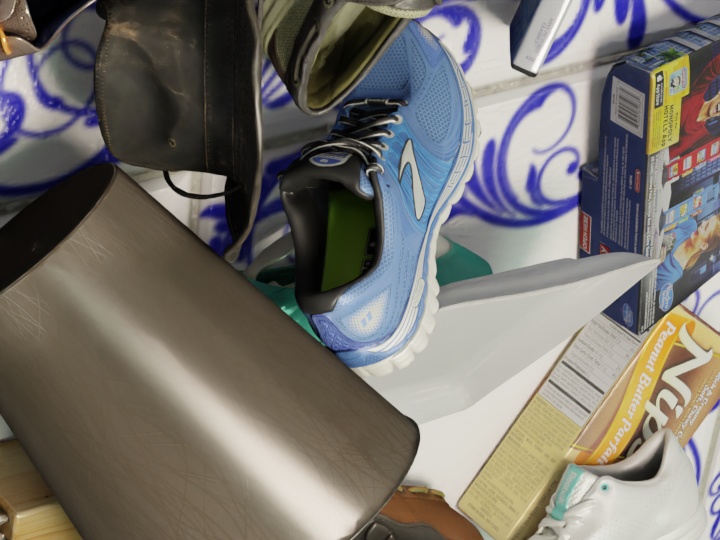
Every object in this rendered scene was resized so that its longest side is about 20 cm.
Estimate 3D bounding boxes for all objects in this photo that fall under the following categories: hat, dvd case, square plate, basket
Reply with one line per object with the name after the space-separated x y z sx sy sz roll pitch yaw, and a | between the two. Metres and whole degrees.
-0.085 -0.100 0.943 0.081 0.201 0.201 5 120 -5 | hat
0.128 -0.207 1.075 0.143 0.018 0.200 -74 -172 -74 | dvd case
0.049 0.047 1.177 0.198 0.029 0.200 -11 158 -43 | square plate
-0.100 0.057 0.988 0.180 0.136 0.200 -33 111 15 | basket

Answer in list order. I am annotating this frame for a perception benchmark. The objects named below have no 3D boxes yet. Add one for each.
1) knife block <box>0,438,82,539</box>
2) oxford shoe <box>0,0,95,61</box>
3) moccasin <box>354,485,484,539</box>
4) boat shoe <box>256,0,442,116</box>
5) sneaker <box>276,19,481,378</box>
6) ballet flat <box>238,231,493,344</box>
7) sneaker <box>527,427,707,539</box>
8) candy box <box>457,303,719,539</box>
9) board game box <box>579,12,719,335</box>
-0.173 0.123 1.066 0.200 0.064 0.176 -48 140 -5 | knife block
-0.182 -0.118 0.878 0.200 0.073 0.071 -34 136 -20 | oxford shoe
0.003 0.154 1.253 0.201 0.078 0.074 10 126 -50 | moccasin
0.016 -0.150 0.983 0.072 0.066 0.201 -6 153 -38 | boat shoe
0.008 -0.050 1.044 0.089 0.078 0.201 45 46 -51 | sneaker
0.000 0.000 1.142 0.200 0.067 0.071 -18 115 -36 | ballet flat
0.138 0.172 1.318 0.200 0.075 0.089 -32 121 -26 | sneaker
0.168 0.109 1.379 0.115 0.055 0.200 31 95 -48 | candy box
0.235 -0.088 1.298 0.200 0.062 0.200 -26 133 -29 | board game box
